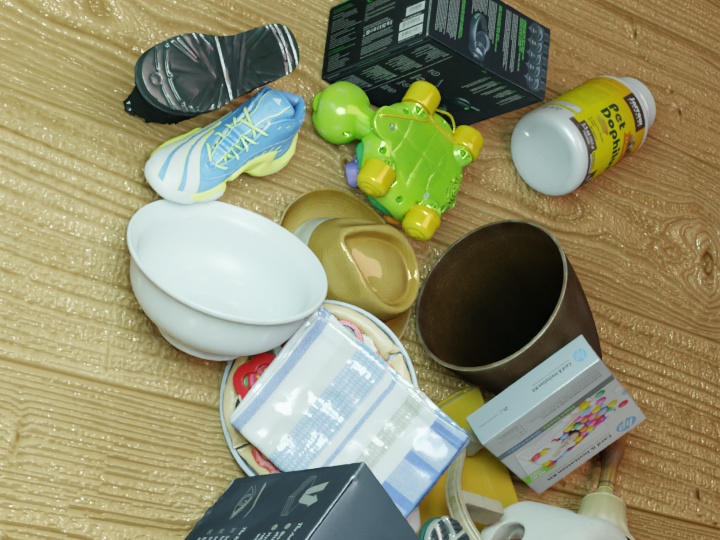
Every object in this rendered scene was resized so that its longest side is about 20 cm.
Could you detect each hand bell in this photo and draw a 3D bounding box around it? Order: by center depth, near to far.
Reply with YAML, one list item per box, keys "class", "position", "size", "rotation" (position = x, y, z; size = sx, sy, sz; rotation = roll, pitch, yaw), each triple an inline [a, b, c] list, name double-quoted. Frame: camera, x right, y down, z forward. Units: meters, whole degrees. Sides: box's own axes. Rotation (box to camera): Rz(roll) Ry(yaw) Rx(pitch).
- class: "hand bell"
  position: [0.295, 0.254, 1.927]
  size: [0.104, 0.104, 0.201]
  rotation: [43, 43, -27]

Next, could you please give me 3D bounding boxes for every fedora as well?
- class: "fedora"
  position: [0.000, 0.000, 1.700]
  size: [0.200, 0.082, 0.202]
  rotation: [13, 71, -40]

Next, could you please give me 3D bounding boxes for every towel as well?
- class: "towel"
  position: [-0.012, 0.150, 1.541]
  size: [0.200, 0.024, 0.147]
  rotation: [40, 90, 5]

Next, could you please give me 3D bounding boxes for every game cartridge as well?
- class: "game cartridge"
  position: [0.100, 0.251, 1.772]
  size: [0.176, 0.032, 0.201]
  rotation: [-24, 99, -44]

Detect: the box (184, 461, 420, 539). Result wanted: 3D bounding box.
- class: "box"
  position: [-0.079, 0.289, 1.477]
  size: [0.118, 0.199, 0.197]
  rotation: [55, 50, -18]

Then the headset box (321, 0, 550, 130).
- class: "headset box"
  position: [0.089, -0.237, 1.778]
  size: [0.199, 0.174, 0.093]
  rotation: [22, 66, -36]

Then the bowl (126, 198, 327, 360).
- class: "bowl"
  position: [-0.137, 0.022, 1.536]
  size: [0.200, 0.091, 0.202]
  rotation: [16, 29, -9]

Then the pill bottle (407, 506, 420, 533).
- class: "pill bottle"
  position: [-0.004, 0.175, 1.636]
  size: [0.110, 0.110, 0.202]
  rotation: [0, 79, -43]

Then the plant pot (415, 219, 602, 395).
- class: "plant pot"
  position: [0.190, 0.075, 1.813]
  size: [0.200, 0.186, 0.188]
  rotation: [44, 52, -44]

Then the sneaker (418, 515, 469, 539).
- class: "sneaker"
  position: [0.075, 0.343, 1.656]
  size: [0.077, 0.079, 0.201]
  rotation: [-24, 119, -42]

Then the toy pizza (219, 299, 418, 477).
- class: "toy pizza"
  position: [-0.042, 0.128, 1.573]
  size: [0.032, 0.199, 0.202]
  rotation: [39, 43, -80]

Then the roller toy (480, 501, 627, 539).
- class: "roller toy"
  position: [0.209, 0.351, 1.743]
  size: [0.199, 0.139, 0.184]
  rotation: [-19, 109, -45]

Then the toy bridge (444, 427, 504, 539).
- class: "toy bridge"
  position: [0.121, 0.249, 1.699]
  size: [0.067, 0.027, 0.201]
  rotation: [21, 41, -39]

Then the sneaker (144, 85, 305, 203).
- class: "sneaker"
  position: [-0.128, -0.135, 1.594]
  size: [0.076, 0.105, 0.200]
  rotation: [45, 37, 14]

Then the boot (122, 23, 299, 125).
- class: "boot"
  position: [-0.169, -0.178, 1.533]
  size: [0.198, 0.162, 0.074]
  rotation: [-23, 97, -42]

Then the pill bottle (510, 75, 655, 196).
- class: "pill bottle"
  position: [0.281, -0.173, 1.985]
  size: [0.200, 0.109, 0.110]
  rotation: [-31, 101, -43]

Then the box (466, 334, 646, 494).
- class: "box"
  position: [0.219, 0.163, 1.777]
  size: [0.041, 0.156, 0.200]
  rotation: [58, 7, 32]

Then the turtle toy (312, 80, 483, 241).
- class: "turtle toy"
  position: [0.033, -0.130, 1.749]
  size: [0.200, 0.101, 0.146]
  rotation: [42, 66, -25]
